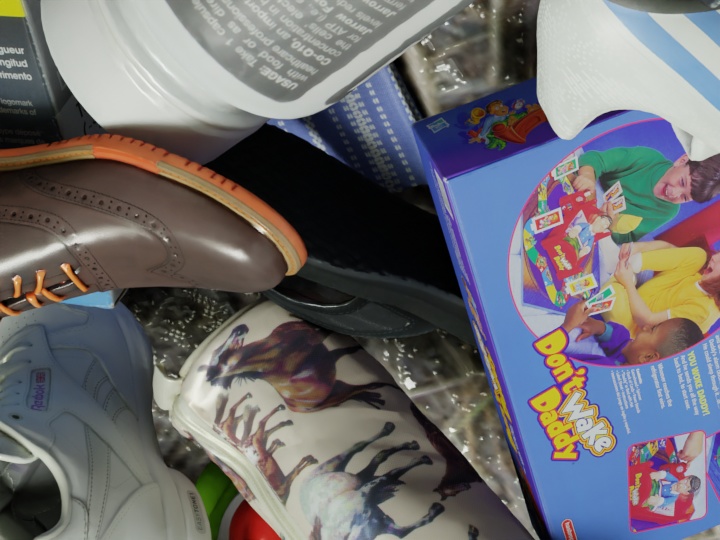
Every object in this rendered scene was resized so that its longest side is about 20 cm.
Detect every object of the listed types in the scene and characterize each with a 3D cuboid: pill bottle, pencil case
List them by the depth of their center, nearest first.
[{"bbox_3d":[-0.015,-0.125,1.060,0.200,0.113,0.113,-34,110,32],"label":"pill bottle"},{"bbox_3d":[0.006,0.099,1.164,0.200,0.089,0.078,49,137,15],"label":"pencil case"}]

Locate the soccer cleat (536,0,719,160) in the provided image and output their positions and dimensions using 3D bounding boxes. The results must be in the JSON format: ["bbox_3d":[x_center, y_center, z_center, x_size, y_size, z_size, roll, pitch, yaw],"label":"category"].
[{"bbox_3d":[0.154,-0.077,1.043,0.200,0.070,0.086,4,128,-14],"label":"soccer cleat"}]

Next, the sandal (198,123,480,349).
[{"bbox_3d":[0.001,0.001,1.164,0.200,0.075,0.048,26,120,-23],"label":"sandal"}]

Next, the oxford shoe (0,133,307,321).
[{"bbox_3d":[-0.114,-0.006,1.095,0.200,0.073,0.071,7,150,28],"label":"oxford shoe"}]

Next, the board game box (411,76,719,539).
[{"bbox_3d":[0.111,0.012,1.137,0.134,0.045,0.200,-21,124,-4],"label":"board game box"}]

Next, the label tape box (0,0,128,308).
[{"bbox_3d":[-0.168,-0.086,1.163,0.144,0.063,0.200,6,130,25],"label":"label tape box"}]

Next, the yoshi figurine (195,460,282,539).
[{"bbox_3d":[-0.045,0.148,1.250,0.112,0.200,0.112,-23,117,34],"label":"yoshi figurine"}]

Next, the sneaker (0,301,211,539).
[{"bbox_3d":[-0.128,0.061,1.205,0.100,0.200,0.075,19,117,-37],"label":"sneaker"}]

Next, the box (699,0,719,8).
[{"bbox_3d":[0.081,-0.203,0.959,0.200,0.122,0.106,38,130,-12],"label":"box"}]

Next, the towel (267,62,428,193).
[{"bbox_3d":[-0.079,-0.075,1.203,0.200,0.024,0.145,-12,121,27],"label":"towel"}]
